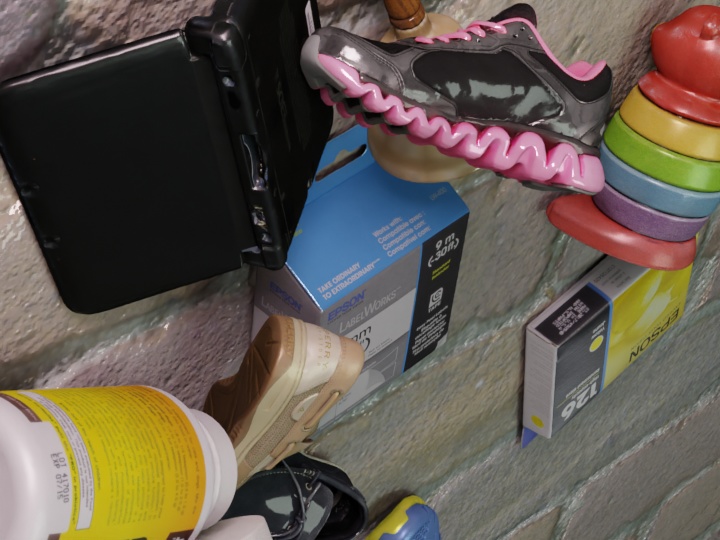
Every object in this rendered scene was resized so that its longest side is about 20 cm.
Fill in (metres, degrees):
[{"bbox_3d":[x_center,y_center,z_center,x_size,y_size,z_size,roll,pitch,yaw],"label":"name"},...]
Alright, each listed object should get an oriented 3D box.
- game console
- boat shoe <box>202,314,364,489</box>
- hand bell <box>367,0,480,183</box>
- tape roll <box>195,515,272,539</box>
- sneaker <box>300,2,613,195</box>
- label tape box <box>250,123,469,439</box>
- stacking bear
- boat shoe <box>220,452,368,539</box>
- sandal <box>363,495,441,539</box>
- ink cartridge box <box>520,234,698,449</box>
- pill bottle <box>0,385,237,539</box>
[{"bbox_3d":[-0.098,-0.089,0.932,0.200,0.116,0.176,81,23,-55],"label":"game console"},{"bbox_3d":[-0.057,0.097,1.096,0.064,0.072,0.200,11,149,-19],"label":"boat shoe"},{"bbox_3d":[0.024,-0.155,0.994,0.104,0.104,0.200,-43,139,-16],"label":"hand bell"},{"bbox_3d":[-0.146,0.204,1.056,0.202,0.037,0.203,-20,-179,0],"label":"tape roll"},{"bbox_3d":[0.060,-0.110,0.963,0.199,0.079,0.096,17,92,-27],"label":"sneaker"},{"bbox_3d":[0.000,0.000,1.138,0.144,0.063,0.200,-34,148,-33],"label":"label tape box"},{"bbox_3d":[0.245,-0.112,1.340,0.121,0.114,0.201,-14,130,-50],"label":"stacking bear"},{"bbox_3d":[-0.054,0.170,1.260,0.075,0.062,0.200,-54,151,8],"label":"boat shoe"},{"bbox_3d":[0.059,0.268,1.526,0.079,0.087,0.200,-43,150,-12],"label":"sandal"},{"bbox_3d":[0.228,0.063,1.586,0.198,0.047,0.200,-40,148,-24],"label":"ink cartridge box"},{"bbox_3d":[-0.160,0.122,0.988,0.200,0.109,0.109,3,121,-58],"label":"pill bottle"}]
